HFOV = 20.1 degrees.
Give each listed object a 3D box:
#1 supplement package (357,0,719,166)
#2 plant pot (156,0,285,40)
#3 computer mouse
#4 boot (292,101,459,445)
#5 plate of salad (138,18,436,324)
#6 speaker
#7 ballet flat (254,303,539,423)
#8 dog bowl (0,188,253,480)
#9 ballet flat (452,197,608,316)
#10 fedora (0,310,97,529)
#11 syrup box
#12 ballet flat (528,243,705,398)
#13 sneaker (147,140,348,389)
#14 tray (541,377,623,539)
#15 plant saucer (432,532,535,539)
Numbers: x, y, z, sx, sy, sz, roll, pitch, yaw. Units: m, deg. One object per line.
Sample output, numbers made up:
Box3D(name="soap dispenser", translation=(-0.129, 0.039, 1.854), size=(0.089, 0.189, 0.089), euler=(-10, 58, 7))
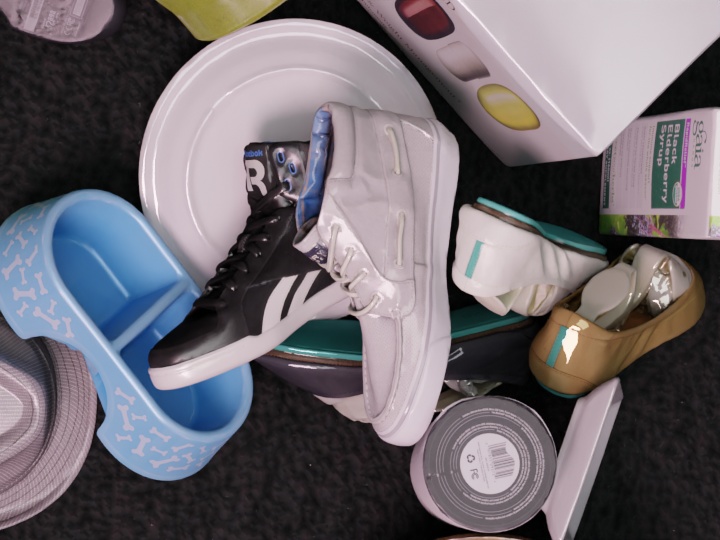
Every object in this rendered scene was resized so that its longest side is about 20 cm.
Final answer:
Box3D(name="supplement package", translation=(0.106, -0.182, 1.269), size=(0.147, 0.200, 0.191), euler=(-44, 98, -7))
Box3D(name="plant pot", translation=(-0.105, -0.253, 1.244), size=(0.200, 0.200, 0.193), euler=(-41, 111, -8))
Box3D(name="computer mouse", translation=(-0.242, -0.197, 1.289), size=(0.199, 0.034, 0.059), euler=(23, 103, -6))
Box3D(name="boot", translation=(0.000, 0.000, 1.213), size=(0.095, 0.073, 0.201), euler=(11, 74, -28))
Box3D(name="plate of salad", translation=(-0.044, -0.063, 1.319), size=(0.199, 0.048, 0.201), euler=(-2, 103, -9))
Box3D(name="speaker", translation=(0.073, 0.121, 1.265), size=(0.081, 0.200, 0.082), euler=(0, 83, -1))
Box3D(name="ballet flat", translation=(0.024, 0.064, 1.325), size=(0.199, 0.073, 0.073), euler=(-6, 92, -18))
Box3D(name="dog bowl", translation=(-0.143, 0.035, 1.270), size=(0.200, 0.049, 0.111), euler=(54, 43, -8))
Box3D(name="ballet flat", translation=(0.101, -0.003, 1.290), size=(0.069, 0.200, 0.070), euler=(-2, 84, 22))
Box3D(name="fedora", translation=(-0.259, 0.082, 1.256), size=(0.199, 0.090, 0.178), euler=(7, 90, -11))
Box3D(name="syrup box", translation=(0.221, -0.059, 1.293), size=(0.081, 0.200, 0.079), euler=(2, 91, -11))
Box3D(name="ballet flat", translation=(0.175, 0.018, 1.301), size=(0.068, 0.200, 0.063), euler=(25, 123, 21))
Box3D(name="sneaker", translation=(-0.066, -0.017, 1.248), size=(0.200, 0.073, 0.112), euler=(-31, 103, -29))
Box3D(name="tray", translation=(0.139, 0.121, 1.289), size=(0.022, 0.200, 0.108), euler=(18, 86, 10))
Box3D(name="plant saucer", translation=(0.078, 0.236, 1.316), size=(0.199, 0.036, 0.201), euler=(0, 124, 0))
